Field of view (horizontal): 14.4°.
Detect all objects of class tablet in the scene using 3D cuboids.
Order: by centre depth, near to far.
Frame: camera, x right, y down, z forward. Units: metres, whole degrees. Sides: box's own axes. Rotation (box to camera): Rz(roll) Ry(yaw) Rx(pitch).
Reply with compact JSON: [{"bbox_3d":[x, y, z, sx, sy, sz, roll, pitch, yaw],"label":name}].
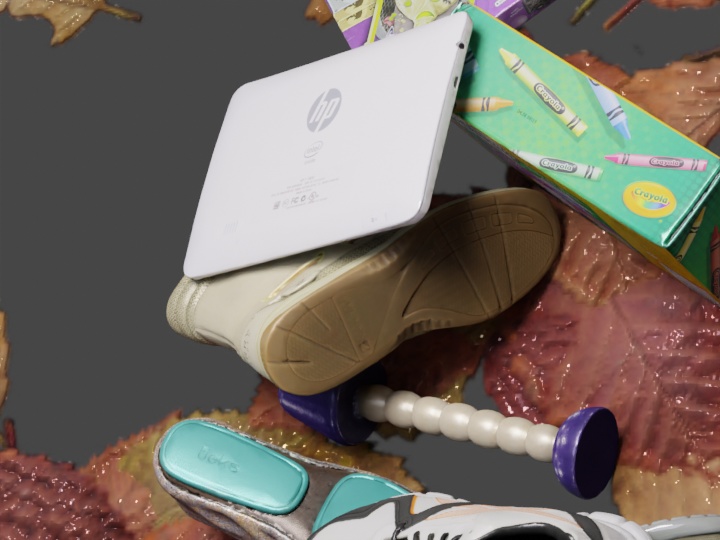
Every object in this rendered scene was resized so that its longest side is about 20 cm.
[{"bbox_3d":[-0.021,-0.068,1.584,0.200,0.014,0.130,-13,54,46],"label":"tablet"}]

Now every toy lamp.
[{"bbox_3d":[0.044,0.081,1.589,0.200,0.058,0.058,9,75,31],"label":"toy lamp"}]

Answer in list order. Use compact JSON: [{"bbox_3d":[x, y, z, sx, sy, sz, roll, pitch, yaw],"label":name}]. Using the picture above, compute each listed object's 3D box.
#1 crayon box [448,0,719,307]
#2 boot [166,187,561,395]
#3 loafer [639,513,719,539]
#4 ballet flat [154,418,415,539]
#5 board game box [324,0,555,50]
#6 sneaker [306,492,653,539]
[{"bbox_3d":[0.132,-0.061,1.560,0.200,0.119,0.058,36,90,34],"label":"crayon box"},{"bbox_3d":[0.000,0.000,1.629,0.200,0.073,0.155,-29,21,-21],"label":"boot"},{"bbox_3d":[0.124,0.190,1.500,0.200,0.075,0.070,-31,71,20],"label":"loafer"},{"bbox_3d":[-0.022,0.141,1.583,0.200,0.067,0.068,27,64,19],"label":"ballet flat"},{"bbox_3d":[0.072,-0.197,1.703,0.200,0.032,0.120,-35,55,13],"label":"board game box"},{"bbox_3d":[0.050,0.146,1.461,0.200,0.080,0.074,-5,79,28],"label":"sneaker"}]
